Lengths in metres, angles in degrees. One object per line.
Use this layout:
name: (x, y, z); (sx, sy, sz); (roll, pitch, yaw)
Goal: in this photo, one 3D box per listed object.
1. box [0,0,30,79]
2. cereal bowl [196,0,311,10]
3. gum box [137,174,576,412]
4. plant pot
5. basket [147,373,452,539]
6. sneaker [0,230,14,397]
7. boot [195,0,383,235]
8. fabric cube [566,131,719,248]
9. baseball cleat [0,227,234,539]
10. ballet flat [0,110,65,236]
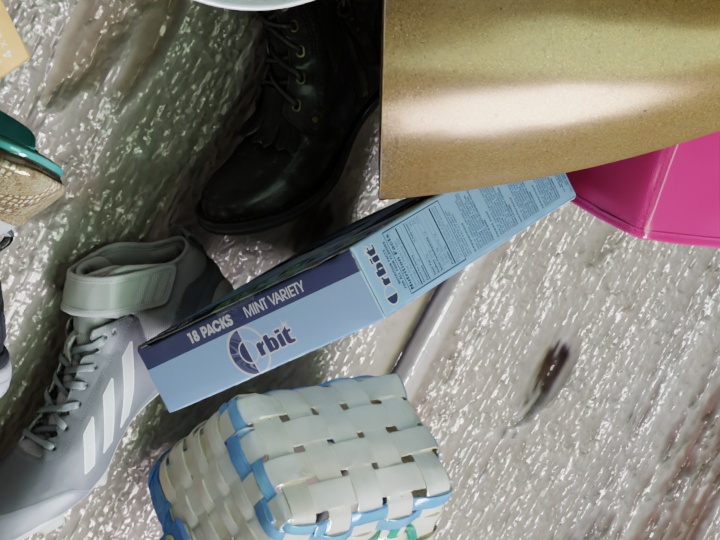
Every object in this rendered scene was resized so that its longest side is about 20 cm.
box: (-0.278, -0.109, 1.178); (0.200, 0.097, 0.125); (-37, 131, -16)
cereal bowl: (-0.057, -0.226, 1.157); (0.199, 0.083, 0.201); (-11, 114, -25)
gum box: (0.000, 0.000, 1.372); (0.200, 0.169, 0.045); (-30, 95, -50)
plant pot: (0.109, -0.128, 1.285); (0.199, 0.187, 0.187); (1, 119, 1)
basket: (-0.050, 0.156, 1.489); (0.176, 0.140, 0.200); (-9, 153, -34)
sneaker: (-0.265, 0.022, 1.281); (0.199, 0.075, 0.114); (-9, 118, -41)
boot: (-0.045, -0.137, 1.372); (0.200, 0.069, 0.175); (-46, 134, -22)
fabric cube: (0.203, -0.138, 1.471); (0.199, 0.196, 0.200); (5, 111, -39)
baseball cleat: (-0.157, 0.057, 1.396); (0.200, 0.070, 0.107); (-48, 128, -20)
ballet flat: (-0.186, -0.041, 1.227); (0.070, 0.200, 0.066); (28, 92, -10)
